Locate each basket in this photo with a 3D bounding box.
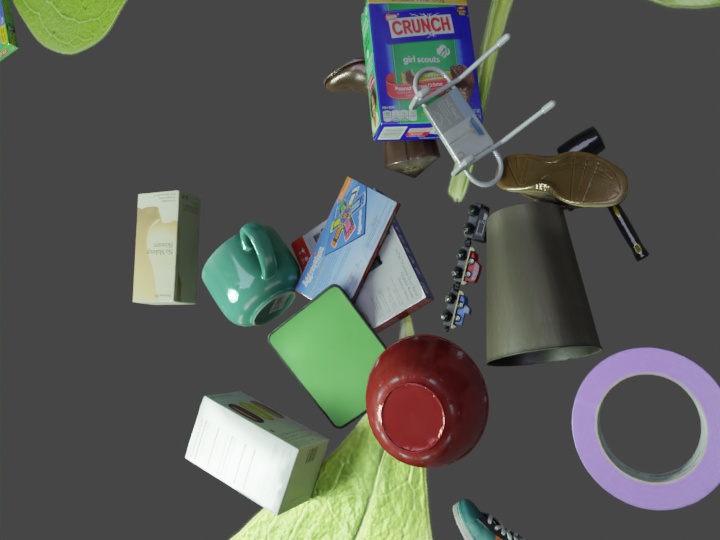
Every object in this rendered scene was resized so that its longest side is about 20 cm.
[{"bbox_3d":[0.243,0.020,0.928,0.179,0.133,0.206,-26,63,57],"label":"basket"}]

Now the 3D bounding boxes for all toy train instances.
[{"bbox_3d":[0.166,-0.002,1.022,0.045,0.034,0.206,15,89,12],"label":"toy train"}]

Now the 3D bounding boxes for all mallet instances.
[{"bbox_3d":[0.362,-0.113,0.947,0.065,0.041,0.203,-37,75,19],"label":"mallet"}]

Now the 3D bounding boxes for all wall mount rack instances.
[{"bbox_3d":[0.171,-0.233,0.948,0.172,0.075,0.203,-33,87,-14],"label":"wall mount rack"}]

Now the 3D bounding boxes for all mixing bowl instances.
[{"bbox_3d":[0.086,0.204,0.973,0.194,0.108,0.207,1,93,17],"label":"mixing bowl"}]

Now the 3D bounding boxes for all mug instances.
[{"bbox_3d":[-0.176,0.016,1.088,0.151,0.185,0.115,-39,74,4],"label":"mug"}]

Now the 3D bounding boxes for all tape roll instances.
[{"bbox_3d":[0.385,0.206,0.881,0.194,0.065,0.207,-3,82,23],"label":"tape roll"}]

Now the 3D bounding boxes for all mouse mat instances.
[{"bbox_3d":[-0.038,0.141,1.060,0.159,0.008,0.202,-36,99,17],"label":"mouse mat"}]

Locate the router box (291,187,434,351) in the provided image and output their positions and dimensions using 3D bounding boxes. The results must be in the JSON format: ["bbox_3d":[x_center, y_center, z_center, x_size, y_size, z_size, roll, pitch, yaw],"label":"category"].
[{"bbox_3d":[0.000,0.000,1.085,0.177,0.049,0.204,-31,72,18],"label":"router box"}]

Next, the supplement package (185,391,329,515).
[{"bbox_3d":[-0.170,0.293,1.092,0.196,0.113,0.112,21,94,24],"label":"supplement package"}]

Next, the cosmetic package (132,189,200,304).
[{"bbox_3d":[-0.362,-0.040,1.240,0.102,0.071,0.207,-3,82,23],"label":"cosmetic package"}]

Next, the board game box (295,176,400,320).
[{"bbox_3d":[-0.022,-0.036,1.062,0.101,0.019,0.204,28,95,23],"label":"board game box"}]

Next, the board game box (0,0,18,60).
[{"bbox_3d":[-0.876,-0.583,1.557,0.132,0.029,0.205,-23,75,21],"label":"board game box"}]

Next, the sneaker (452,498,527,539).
[{"bbox_3d":[0.216,0.398,0.935,0.080,0.071,0.201,-43,74,8],"label":"sneaker"}]

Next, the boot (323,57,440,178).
[{"bbox_3d":[0.033,-0.248,1.096,0.181,0.064,0.207,-10,84,20],"label":"boot"}]

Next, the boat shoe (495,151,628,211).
[{"bbox_3d":[0.289,-0.122,0.940,0.197,0.071,0.074,12,83,43],"label":"boat shoe"}]

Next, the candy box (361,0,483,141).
[{"bbox_3d":[0.093,-0.313,1.025,0.164,0.077,0.207,-4,80,-12],"label":"candy box"}]
